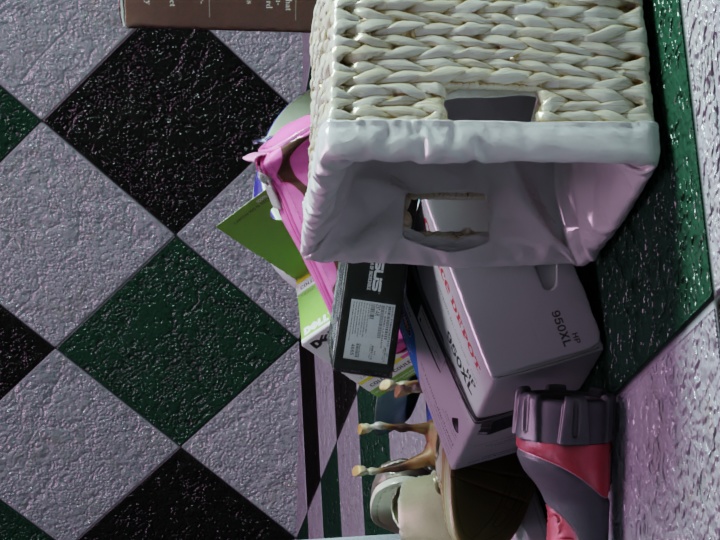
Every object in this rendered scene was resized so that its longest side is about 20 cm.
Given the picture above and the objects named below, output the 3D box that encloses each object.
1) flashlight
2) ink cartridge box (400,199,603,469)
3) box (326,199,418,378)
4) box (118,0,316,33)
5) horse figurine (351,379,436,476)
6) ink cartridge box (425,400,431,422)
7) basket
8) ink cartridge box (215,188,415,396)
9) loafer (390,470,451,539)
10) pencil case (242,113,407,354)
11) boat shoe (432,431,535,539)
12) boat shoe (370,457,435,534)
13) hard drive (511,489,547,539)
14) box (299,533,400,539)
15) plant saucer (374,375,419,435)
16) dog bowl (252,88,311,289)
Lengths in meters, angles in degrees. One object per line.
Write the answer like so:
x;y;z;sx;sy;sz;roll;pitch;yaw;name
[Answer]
0.126;0.175;1.193;0.067;0.068;0.202;8;96;49;flashlight
0.090;0.035;1.314;0.200;0.084;0.145;104;148;-66;ink cartridge box
0.012;-0.034;1.327;0.160;0.043;0.201;-116;34;-85;box
-0.103;-0.306;1.616;0.166;0.198;0.165;-91;2;-67;box
0.071;0.118;1.562;0.200;0.132;0.050;113;149;-48;horse figurine
0.087;0.085;1.688;0.200;0.042;0.120;104;164;-60;ink cartridge box
0.064;-0.105;1.138;0.200;0.197;0.162;108;162;-73;basket
0.000;0.000;1.538;0.200;0.147;0.076;35;-148;-37;ink cartridge box
0.065;0.202;1.536;0.200;0.068;0.076;126;142;-79;loafer
-0.009;-0.024;1.448;0.091;0.093;0.201;-12;108;59;pencil case
0.090;0.123;1.429;0.063;0.073;0.202;133;143;-58;boat shoe
0.053;0.206;1.714;0.200;0.071;0.060;52;-152;-60;boat shoe
0.121;0.220;1.468;0.200;0.026;0.133;-103;13;-62;hard drive
0.026;0.302;1.579;0.177;0.198;0.097;-109;18;-67;box
0.052;0.064;1.808;0.200;0.027;0.202;14;-90;-81;plant saucer
0.004;-0.070;1.676;0.079;0.199;0.201;107;161;-64;dog bowl
